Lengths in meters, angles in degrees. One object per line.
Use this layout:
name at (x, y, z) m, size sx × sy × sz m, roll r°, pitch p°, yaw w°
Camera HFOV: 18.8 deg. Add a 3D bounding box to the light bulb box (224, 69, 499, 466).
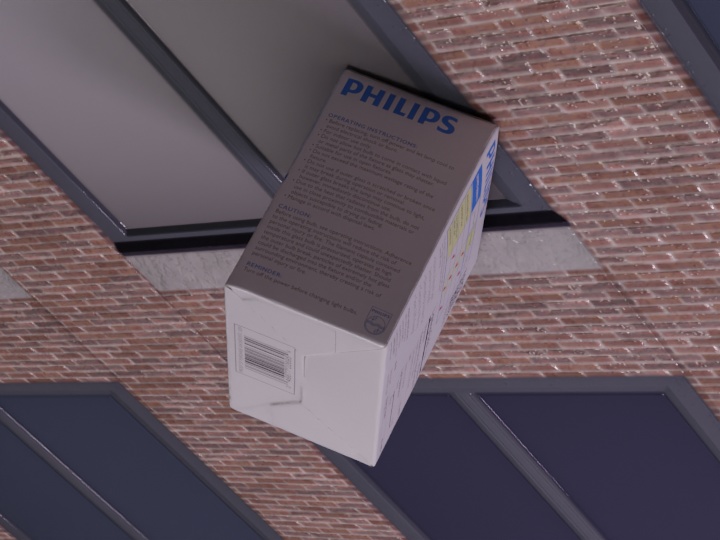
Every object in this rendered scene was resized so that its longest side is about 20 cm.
light bulb box at (0.000, 0.000, 1.578) m, size 0.125 × 0.200 × 0.198 m, roll 22°, pitch 151°, yaw 10°
